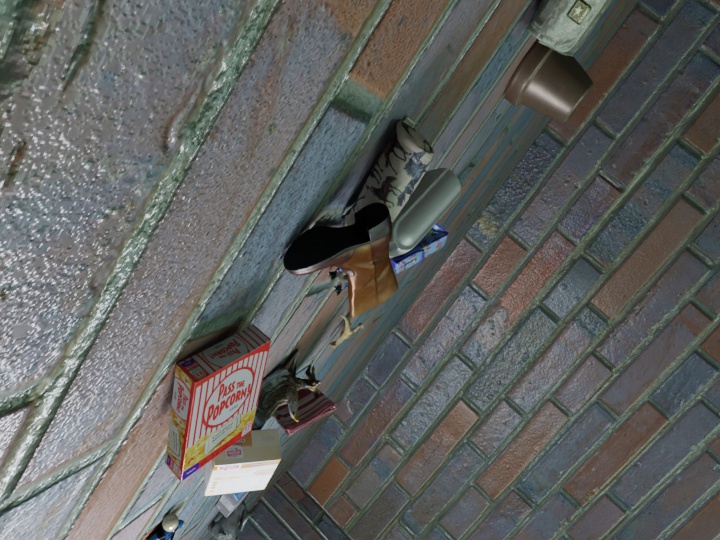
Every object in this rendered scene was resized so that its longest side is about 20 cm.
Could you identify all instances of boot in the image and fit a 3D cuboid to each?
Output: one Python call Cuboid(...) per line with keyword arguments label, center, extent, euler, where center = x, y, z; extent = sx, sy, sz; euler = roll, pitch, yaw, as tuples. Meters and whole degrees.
Cuboid(label="boot", center=(-0.025, 0.004, 0.878), extent=(0.185, 0.069, 0.203), euler=(-33, 145, -18))

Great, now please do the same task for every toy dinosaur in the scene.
Cuboid(label="toy dinosaur", center=(-0.039, 0.178, 1.623), extent=(0.101, 0.058, 0.202), euler=(-42, 165, -35))

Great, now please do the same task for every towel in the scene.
Cuboid(label="towel", center=(-0.159, 0.353, 1.412), extent=(0.140, 0.024, 0.198), euler=(-24, -163, -22))

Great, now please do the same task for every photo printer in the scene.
Cuboid(label="photo printer", center=(0.079, -0.100, 1.020), extent=(0.200, 0.070, 0.165), euler=(-47, -160, -23))

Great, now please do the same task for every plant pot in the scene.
Cuboid(label="plant pot", center=(0.498, -0.483, 1.398), extent=(0.201, 0.173, 0.201), euler=(-48, 170, -11))

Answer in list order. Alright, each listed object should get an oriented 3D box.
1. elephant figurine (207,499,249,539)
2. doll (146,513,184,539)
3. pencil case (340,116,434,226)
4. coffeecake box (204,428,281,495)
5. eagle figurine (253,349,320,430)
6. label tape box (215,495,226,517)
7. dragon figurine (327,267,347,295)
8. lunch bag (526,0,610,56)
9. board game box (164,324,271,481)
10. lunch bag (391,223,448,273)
Cuboid(label="elephant figurine", center=(-0.507, 0.975, 2.160), extent=(0.202, 0.151, 0.143), euler=(-56, 130, -31))
Cuboid(label="doll", center=(-0.499, 0.680, 1.367), extent=(0.135, 0.048, 0.204), euler=(-20, 141, -53))
Cuboid(label="pencil case", center=(0.044, -0.142, 0.883), extent=(0.076, 0.090, 0.203), euler=(6, 127, -42))
Cuboid(label="coffeecake box", center=(-0.279, 0.449, 1.263), extent=(0.148, 0.075, 0.202), euler=(3, 141, -23))
Cuboid(label="eagle figurine", center=(-0.191, 0.303, 1.302), extent=(0.193, 0.151, 0.157), euler=(-16, 113, -16))
Cuboid(label="label tape box", center=(-0.420, 0.759, 1.912), extent=(0.144, 0.063, 0.203), euler=(-37, 163, -53))
Cuboid(label="dragon figurine", center=(0.000, 0.000, 1.104), extent=(0.097, 0.061, 0.198), euler=(-23, 179, 33))
Cuboid(label="lunch bag", center=(0.425, -0.535, 1.088), extent=(0.198, 0.118, 0.166), euler=(-25, 154, -53))
Cuboid(label="board game box", center=(-0.219, 0.201, 0.830), extent=(0.150, 0.046, 0.206), euler=(-27, 141, -50))
Cuboid(label="lunch bag", center=(0.160, -0.068, 1.631), extent=(0.198, 0.095, 0.151), euler=(-38, 170, -1))
